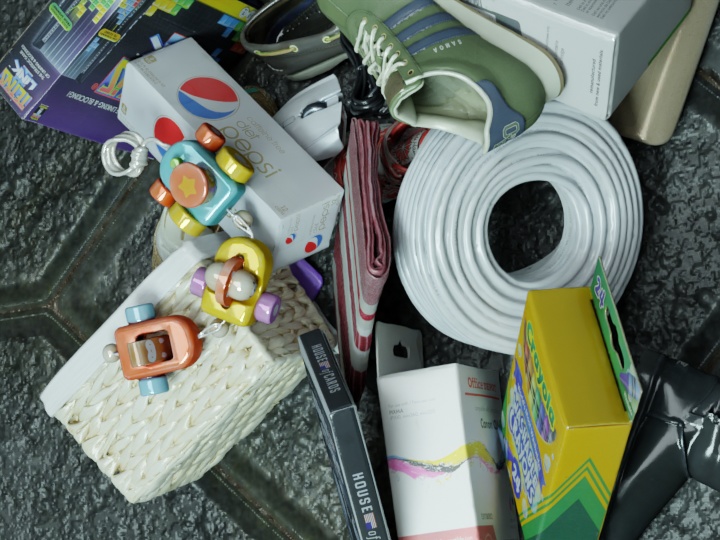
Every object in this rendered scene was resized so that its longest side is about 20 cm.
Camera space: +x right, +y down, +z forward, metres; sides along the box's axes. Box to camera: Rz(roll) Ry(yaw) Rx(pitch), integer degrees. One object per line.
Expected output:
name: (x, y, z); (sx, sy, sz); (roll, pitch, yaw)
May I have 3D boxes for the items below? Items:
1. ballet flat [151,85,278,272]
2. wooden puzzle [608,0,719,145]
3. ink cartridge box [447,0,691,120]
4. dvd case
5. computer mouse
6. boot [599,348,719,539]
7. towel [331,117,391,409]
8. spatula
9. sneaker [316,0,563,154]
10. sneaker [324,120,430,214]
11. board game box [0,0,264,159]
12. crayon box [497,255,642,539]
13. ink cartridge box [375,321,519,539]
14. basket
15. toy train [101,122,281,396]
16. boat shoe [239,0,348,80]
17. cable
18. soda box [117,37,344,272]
ballet flat: (-0.133, -0.062, 1.761); (0.070, 0.065, 0.201); (24, 96, 22)
wooden puzzle: (0.177, -0.210, 1.649); (0.199, 0.046, 0.187); (20, 94, 20)
ink cartridge box: (0.128, -0.215, 1.561); (0.199, 0.084, 0.146); (25, 52, 21)
dvd case: (-0.003, 0.161, 1.599); (0.025, 0.150, 0.201); (-17, 112, -5)
computer mouse: (-0.039, -0.115, 1.681); (0.200, 0.044, 0.110); (-47, 39, 43)
boot: (0.280, 0.164, 1.562); (0.199, 0.066, 0.166); (18, 100, 17)
towel: (0.000, 0.000, 1.618); (0.023, 0.201, 0.145); (0, 56, -6)
spatula: (-0.020, 0.054, 1.723); (0.200, 0.021, 0.057); (45, 109, 20)
sneaker: (0.038, -0.149, 1.510); (0.199, 0.067, 0.090); (28, 57, 18)
sneaker: (0.022, -0.090, 1.670); (0.200, 0.108, 0.068); (-7, 83, 24)
board game box: (-0.180, -0.181, 1.718); (0.057, 0.200, 0.166); (46, 104, 23)
crayon box: (0.146, 0.103, 1.527); (0.051, 0.201, 0.126); (-3, 48, -10)
ink cartridge box: (0.068, 0.136, 1.623); (0.067, 0.116, 0.202); (-10, 82, 18)
basket: (-0.133, 0.077, 1.702); (0.200, 0.135, 0.124); (-44, 78, 24)
toy train: (-0.140, -0.009, 1.590); (0.149, 0.056, 0.202); (-7, 91, 17)
boat shoe: (-0.007, -0.212, 1.697); (0.200, 0.060, 0.072); (-26, 60, 32)
cable: (0.121, -0.036, 1.583); (0.201, 0.200, 0.069); (-56, 25, -5)
soda box: (-0.104, -0.092, 1.665); (0.200, 0.068, 0.064); (45, 141, 26)
